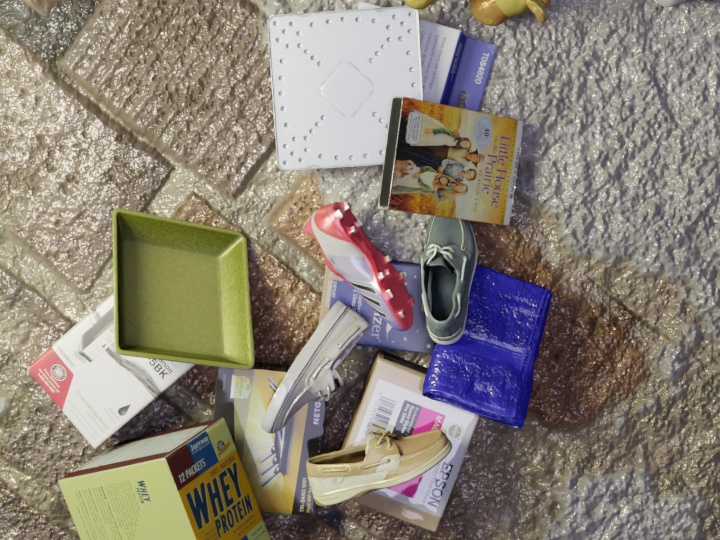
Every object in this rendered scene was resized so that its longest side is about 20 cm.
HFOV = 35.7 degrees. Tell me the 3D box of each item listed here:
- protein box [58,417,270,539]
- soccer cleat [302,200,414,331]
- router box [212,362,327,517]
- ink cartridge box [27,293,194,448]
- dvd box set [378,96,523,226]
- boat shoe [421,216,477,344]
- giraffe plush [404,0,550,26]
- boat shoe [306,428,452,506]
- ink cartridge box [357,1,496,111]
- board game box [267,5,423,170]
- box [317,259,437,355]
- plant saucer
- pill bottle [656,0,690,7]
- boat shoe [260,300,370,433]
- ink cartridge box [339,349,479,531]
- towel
[{"bbox_3d":[-0.256,0.326,1.483,0.198,0.135,0.201,-16,97,32],"label":"protein box"},{"bbox_3d":[0.000,0.000,1.504,0.076,0.067,0.201,-29,100,33],"label":"soccer cleat"},{"bbox_3d":[-0.128,0.232,1.555,0.155,0.052,0.203,5,96,-1],"label":"router box"},{"bbox_3d":[-0.326,0.117,1.525,0.200,0.083,0.147,-40,95,4],"label":"ink cartridge box"},{"bbox_3d":[0.122,-0.141,1.481,0.198,0.029,0.148,7,93,-30],"label":"dvd box set"},{"bbox_3d":[0.116,-0.006,1.491,0.072,0.062,0.202,-1,68,14],"label":"boat shoe"},{"bbox_3d":[0.166,-0.389,1.448,0.161,0.199,0.174,31,64,-33],"label":"giraffe plush"},{"bbox_3d":[0.022,0.247,1.473,0.198,0.074,0.067,-22,102,2],"label":"boat shoe"},{"bbox_3d":[0.066,-0.238,1.512,0.198,0.041,0.202,15,96,-2],"label":"ink cartridge box"},{"bbox_3d":[-0.017,-0.239,1.479,0.197,0.026,0.203,-4,98,1],"label":"board game box"},{"bbox_3d":[0.044,0.047,1.548,0.197,0.032,0.123,7,96,-2],"label":"box"},{"bbox_3d":[-0.241,0.034,1.471,0.198,0.048,0.202,10,62,-34],"label":"plant saucer"},{"bbox_3d":[0.476,-0.425,1.462,0.198,0.111,0.112,-17,96,2],"label":"pill bottle"},{"bbox_3d":[-0.056,0.139,1.490,0.069,0.071,0.201,33,75,6],"label":"boat shoe"},{"bbox_3d":[0.063,0.235,1.547,0.163,0.075,0.202,20,95,-2],"label":"ink cartridge box"},{"bbox_3d":[0.176,0.096,1.506,0.146,0.050,0.202,19,71,-7],"label":"towel"}]
